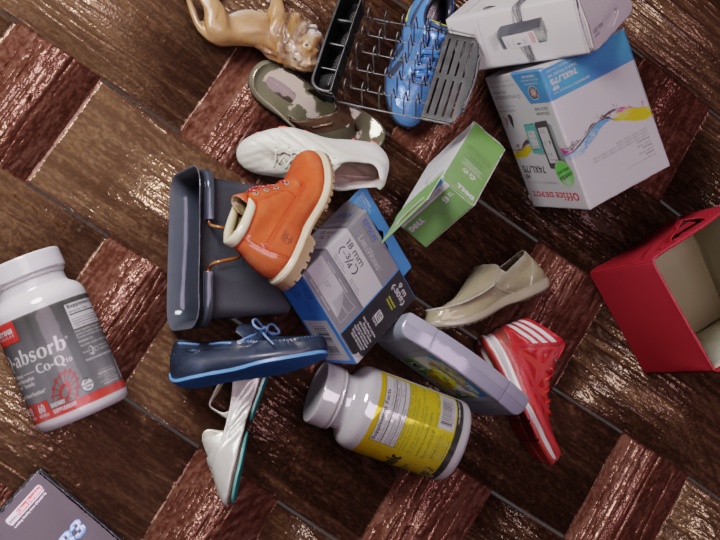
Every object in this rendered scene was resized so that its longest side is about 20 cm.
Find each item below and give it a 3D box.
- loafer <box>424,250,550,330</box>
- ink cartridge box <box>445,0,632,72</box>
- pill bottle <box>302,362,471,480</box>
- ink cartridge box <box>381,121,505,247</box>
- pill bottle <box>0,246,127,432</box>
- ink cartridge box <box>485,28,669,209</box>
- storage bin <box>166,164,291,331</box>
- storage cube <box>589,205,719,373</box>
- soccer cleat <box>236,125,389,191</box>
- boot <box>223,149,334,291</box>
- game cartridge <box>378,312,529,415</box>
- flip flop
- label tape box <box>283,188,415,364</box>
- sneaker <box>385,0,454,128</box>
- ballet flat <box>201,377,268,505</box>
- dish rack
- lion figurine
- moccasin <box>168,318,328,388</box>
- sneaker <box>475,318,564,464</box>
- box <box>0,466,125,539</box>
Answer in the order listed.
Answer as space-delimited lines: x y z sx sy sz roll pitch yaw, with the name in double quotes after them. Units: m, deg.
0.164 0.028 1.544 0.200 0.076 0.068 -21 90 -27 "loafer"
0.237 -0.339 1.505 0.146 0.200 0.085 -47 125 -41 "ink cartridge box"
0.033 0.189 1.465 0.200 0.111 0.111 22 79 -13 "pill bottle"
0.109 -0.099 1.474 0.059 0.104 0.200 41 42 -8 "ink cartridge box"
-0.367 0.081 1.352 0.116 0.116 0.200 -23 91 -18 "pill bottle"
0.295 -0.203 1.545 0.146 0.147 0.200 -28 105 -19 "ink cartridge box"
-0.157 -0.025 1.422 0.134 0.146 0.200 2 84 -27 "storage bin"
0.461 0.025 1.575 0.171 0.180 0.200 -31 93 -17 "storage cube"
-0.061 -0.141 1.470 0.200 0.078 0.069 3 128 -7 "soccer cleat"
-0.098 -0.084 1.362 0.107 0.075 0.200 32 51 -21 "boot"
0.118 0.127 1.486 0.200 0.133 0.040 36 70 -10 "game cartridge"
-0.056 -0.214 1.505 0.200 0.058 0.081 34 76 -11 "flip flop"
0.000 0.000 1.448 0.200 0.063 0.144 -47 118 -33 "label tape box"
0.084 -0.295 1.547 0.066 0.078 0.200 17 81 -17 "sneaker"
-0.165 0.193 1.434 0.069 0.069 0.200 18 74 -14 "ballet flat"
0.051 -0.269 1.468 0.200 0.055 0.153 14 72 10 "dish rack"
-0.146 -0.318 1.477 0.200 0.072 0.123 0 74 -11 "lion figurine"
-0.141 0.095 1.396 0.200 0.080 0.068 -9 70 1 "moccasin"
0.251 0.157 1.553 0.115 0.078 0.200 -27 94 -16 "sneaker"
-0.378 0.374 1.356 0.199 0.050 0.200 44 74 -9 "box"
